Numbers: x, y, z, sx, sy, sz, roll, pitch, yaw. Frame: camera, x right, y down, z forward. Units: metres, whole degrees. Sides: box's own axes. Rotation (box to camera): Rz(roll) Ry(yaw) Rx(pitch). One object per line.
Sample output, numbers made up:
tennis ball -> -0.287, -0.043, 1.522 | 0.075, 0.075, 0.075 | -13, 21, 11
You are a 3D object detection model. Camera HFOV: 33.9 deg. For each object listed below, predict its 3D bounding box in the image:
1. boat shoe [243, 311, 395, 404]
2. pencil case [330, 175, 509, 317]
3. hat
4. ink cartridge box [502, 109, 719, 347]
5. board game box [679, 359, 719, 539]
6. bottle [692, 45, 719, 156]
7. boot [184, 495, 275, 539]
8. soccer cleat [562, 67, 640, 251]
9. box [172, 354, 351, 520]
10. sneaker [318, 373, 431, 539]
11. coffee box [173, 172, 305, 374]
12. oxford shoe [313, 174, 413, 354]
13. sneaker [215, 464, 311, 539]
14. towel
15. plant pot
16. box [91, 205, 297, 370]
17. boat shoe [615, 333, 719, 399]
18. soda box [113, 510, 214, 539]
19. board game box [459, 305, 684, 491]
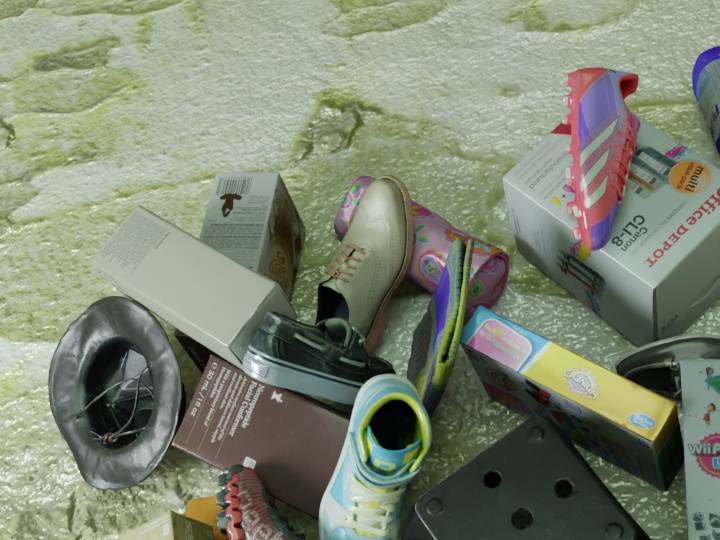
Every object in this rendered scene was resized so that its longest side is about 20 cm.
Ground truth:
boat shoe -> -0.024, 0.083, 1.138 | 0.072, 0.199, 0.071 | 28, 99, 38
pencil case -> 0.061, -0.025, 1.260 | 0.199, 0.088, 0.088 | 31, 71, 29
hat -> -0.234, 0.127, 1.235 | 0.199, 0.081, 0.203 | -5, 82, 36
ink cartridge box -> 0.267, -0.046, 1.176 | 0.145, 0.145, 0.200 | -42, 58, -12
board game box -> 0.311, 0.198, 1.011 | 0.064, 0.148, 0.201 | -3, 58, 16
bottle -> 0.404, -0.142, 1.235 | 0.065, 0.084, 0.201 | -13, 57, 6
boot -> -0.093, 0.281, 1.119 | 0.199, 0.071, 0.145 | 1, 60, 21
soccer cleat -> 0.228, -0.109, 1.102 | 0.076, 0.067, 0.201 | -3, 56, 9
box -> -0.073, 0.169, 1.153 | 0.199, 0.075, 0.101 | 22, 86, 17
sneaker -> 0.010, 0.191, 1.026 | 0.079, 0.131, 0.202 | 10, 87, -3
coffee box -> -0.126, 0.008, 1.272 | 0.079, 0.115, 0.201 | 1, 60, 16
oxford shoe -> 0.000, 0.000, 1.207 | 0.070, 0.074, 0.202 | 19, 100, 36
sneaker -> -0.075, 0.258, 1.055 | 0.097, 0.071, 0.201 | -12, 49, -9
towel -> 0.070, 0.072, 1.135 | 0.023, 0.200, 0.145 | 13, 62, -3
plant pot -> 0.147, 0.243, 1.011 | 0.199, 0.178, 0.200 | -34, 56, -6
box -> -0.165, 0.017, 1.168 | 0.199, 0.069, 0.082 | 30, 73, 30
boat shoe -> 0.343, 0.098, 1.113 | 0.198, 0.067, 0.057 | -6, 53, 8
soda box -> -0.229, 0.301, 1.110 | 0.199, 0.064, 0.068 | -29, 52, 21
board game box -> 0.196, 0.119, 1.087 | 0.199, 0.153, 0.040 | 27, 75, 27
